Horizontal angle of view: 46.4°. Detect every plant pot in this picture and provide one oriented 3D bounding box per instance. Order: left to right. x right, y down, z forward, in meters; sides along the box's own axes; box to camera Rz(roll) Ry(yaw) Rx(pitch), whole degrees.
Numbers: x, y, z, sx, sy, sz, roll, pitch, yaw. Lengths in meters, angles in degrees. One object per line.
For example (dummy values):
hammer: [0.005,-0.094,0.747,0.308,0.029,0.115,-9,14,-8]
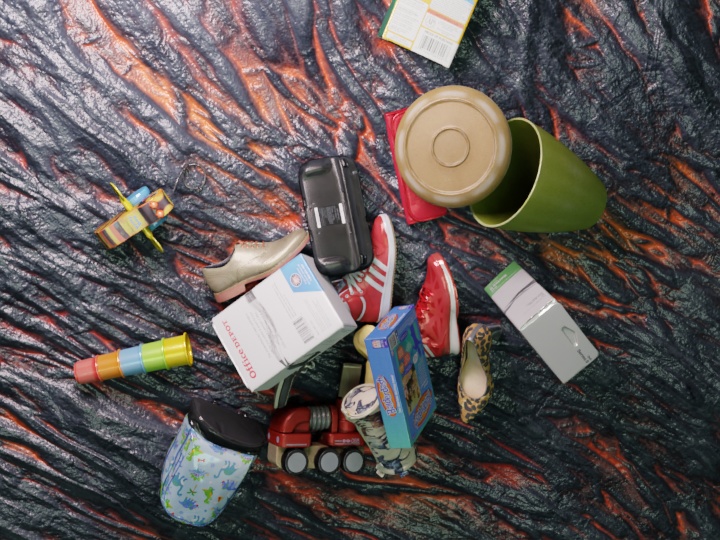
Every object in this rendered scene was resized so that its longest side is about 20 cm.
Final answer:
plant pot: [0.150,-0.204,1.391,0.198,0.027,0.202,2,99,15]
plant pot: [0.319,-0.141,1.443,0.198,0.187,0.189,15,105,-29]

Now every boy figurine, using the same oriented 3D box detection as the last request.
boy figurine: [0.047,0.190,1.539,0.124,0.064,0.201,-42,112,-28]

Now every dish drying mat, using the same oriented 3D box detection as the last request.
dish drying mat: [0.097,-0.182,1.459,0.076,0.018,0.202,-16,110,-6]

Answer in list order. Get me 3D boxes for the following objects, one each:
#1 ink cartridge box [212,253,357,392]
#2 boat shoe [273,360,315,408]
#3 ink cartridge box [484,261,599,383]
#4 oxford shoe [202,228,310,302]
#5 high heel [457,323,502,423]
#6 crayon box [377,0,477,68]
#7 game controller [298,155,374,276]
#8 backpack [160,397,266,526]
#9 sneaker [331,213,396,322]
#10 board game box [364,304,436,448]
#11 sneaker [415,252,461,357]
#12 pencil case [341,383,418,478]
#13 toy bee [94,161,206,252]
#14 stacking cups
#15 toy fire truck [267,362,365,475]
ink cartridge box: [-0.129,0.091,1.426,0.199,0.084,0.146,-35,76,11]
boat shoe: [-0.107,0.160,1.505,0.062,0.073,0.202,16,100,-11]
ink cartridge box: [0.317,0.088,1.489,0.084,0.200,0.146,-41,110,6]
oxford shoe: [-0.178,-0.024,1.435,0.199,0.070,0.075,-32,104,-1]
high heel: [0.198,0.191,1.531,0.071,0.142,0.202,18,97,26]
crayon box: [0.125,-0.448,1.359,0.125,0.052,0.202,20,104,-16]
game controller: [-0.041,-0.093,1.419,0.103,0.042,0.202,-11,87,-4]
backpack: [-0.282,0.357,1.513,0.162,0.154,0.200,30,113,-24]
sneaker: [0.000,0.000,1.473,0.111,0.071,0.202,-2,110,-13]
board game box: [0.072,0.181,1.448,0.045,0.152,0.202,-7,105,24]
sneaker: [0.115,0.073,1.515,0.114,0.078,0.202,-13,108,-7]
pencil case: [0.034,0.284,1.488,0.090,0.077,0.201,-47,131,-22]
toy bee: [-0.350,-0.101,1.358,0.130,0.109,0.201,34,99,-16]
stacking cups: [-0.396,0.154,1.465,0.198,0.061,0.061,-10,109,-2]
toy fire truck: [-0.069,0.265,1.528,0.174,0.128,0.202,6,86,-25]
